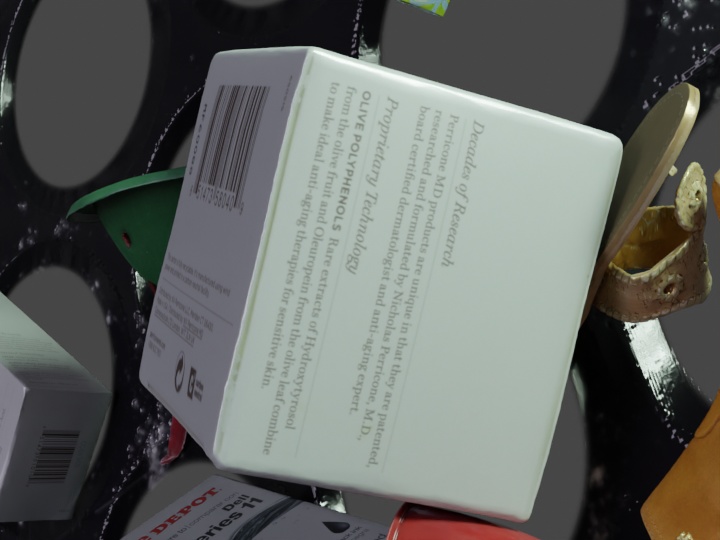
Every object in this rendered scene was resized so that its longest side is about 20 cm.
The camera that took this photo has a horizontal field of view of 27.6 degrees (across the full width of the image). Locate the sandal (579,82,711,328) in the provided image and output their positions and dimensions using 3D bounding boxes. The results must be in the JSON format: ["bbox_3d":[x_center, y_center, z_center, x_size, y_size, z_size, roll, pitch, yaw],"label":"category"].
[{"bbox_3d":[0.144,0.000,0.752,0.078,0.069,0.212,-71,8,-52],"label":"sandal"}]

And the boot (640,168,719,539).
[{"bbox_3d":[0.180,0.067,0.689,0.144,0.070,0.202,-45,59,29],"label":"boot"}]

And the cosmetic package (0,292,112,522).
[{"bbox_3d":[-0.285,0.097,1.134,0.199,0.081,0.114,29,105,43],"label":"cosmetic package"}]

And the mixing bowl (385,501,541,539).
[{"bbox_3d":[0.078,0.211,0.704,0.107,0.200,0.202,-3,79,14],"label":"mixing bowl"}]

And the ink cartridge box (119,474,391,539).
[{"bbox_3d":[-0.063,0.202,0.840,0.199,0.146,0.084,7,120,44],"label":"ink cartridge box"}]

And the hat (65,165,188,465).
[{"bbox_3d":[-0.086,0.031,0.931,0.164,0.200,0.178,-12,88,4],"label":"hat"}]

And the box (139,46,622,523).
[{"bbox_3d":[0.000,0.000,0.766,0.199,0.170,0.202,-159,82,-70],"label":"box"}]

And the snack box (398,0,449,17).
[{"bbox_3d":[0.019,-0.283,0.915,0.168,0.067,0.201,34,107,41],"label":"snack box"}]
